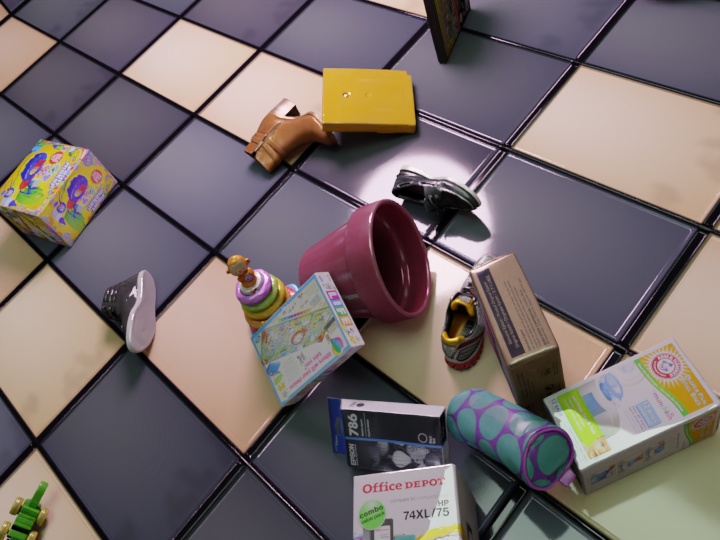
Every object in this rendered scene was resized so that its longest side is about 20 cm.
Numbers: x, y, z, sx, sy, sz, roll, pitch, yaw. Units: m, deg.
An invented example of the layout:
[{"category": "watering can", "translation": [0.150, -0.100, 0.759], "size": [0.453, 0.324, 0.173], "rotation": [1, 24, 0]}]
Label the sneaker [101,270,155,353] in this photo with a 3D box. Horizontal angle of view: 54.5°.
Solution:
[{"category": "sneaker", "translation": [-0.469, 0.095, 1.400], "size": [0.098, 0.071, 0.202], "rotation": [-21, 45, 10]}]

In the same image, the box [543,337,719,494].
[{"category": "box", "translation": [0.364, 0.197, 0.946], "size": [0.197, 0.102, 0.114], "rotation": [-26, 51, 4]}]

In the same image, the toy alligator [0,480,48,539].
[{"category": "toy alligator", "translation": [-0.595, 0.463, 1.205], "size": [0.054, 0.059, 0.203], "rotation": [-33, 33, 58]}]

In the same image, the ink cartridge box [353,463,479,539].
[{"category": "ink cartridge box", "translation": [0.077, 0.381, 0.910], "size": [0.144, 0.147, 0.203], "rotation": [-12, 52, 14]}]

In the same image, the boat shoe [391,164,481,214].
[{"category": "boat shoe", "translation": [0.133, -0.138, 1.300], "size": [0.198, 0.075, 0.066], "rotation": [29, 73, 36]}]

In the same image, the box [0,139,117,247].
[{"category": "box", "translation": [-0.730, -0.187, 1.674], "size": [0.190, 0.123, 0.202], "rotation": [13, 63, 29]}]

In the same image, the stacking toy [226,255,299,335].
[{"category": "stacking toy", "translation": [-0.177, 0.038, 1.226], "size": [0.115, 0.201, 0.111], "rotation": [-28, 50, 1]}]

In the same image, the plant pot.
[{"category": "plant pot", "translation": [0.000, 0.000, 1.198], "size": [0.177, 0.200, 0.203], "rotation": [-17, 50, 32]}]

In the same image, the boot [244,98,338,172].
[{"category": "boot", "translation": [-0.153, -0.277, 1.531], "size": [0.199, 0.074, 0.155], "rotation": [33, 81, 36]}]

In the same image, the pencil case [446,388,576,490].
[{"category": "pencil case", "translation": [0.200, 0.226, 0.958], "size": [0.085, 0.093, 0.199], "rotation": [-43, 20, -12]}]

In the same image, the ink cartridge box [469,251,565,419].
[{"category": "ink cartridge box", "translation": [0.229, 0.103, 1.006], "size": [0.074, 0.201, 0.166], "rotation": [-22, 50, 5]}]

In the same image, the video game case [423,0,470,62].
[{"category": "video game case", "translation": [0.187, -0.591, 1.513], "size": [0.025, 0.201, 0.183], "rotation": [10, 61, 25]}]

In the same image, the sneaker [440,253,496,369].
[{"category": "sneaker", "translation": [0.186, 0.057, 1.134], "size": [0.077, 0.083, 0.202], "rotation": [9, 60, 28]}]

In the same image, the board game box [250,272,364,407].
[{"category": "board game box", "translation": [-0.092, 0.116, 1.149], "size": [0.200, 0.034, 0.136], "rotation": [-42, 66, 34]}]

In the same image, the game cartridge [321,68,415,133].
[{"category": "game cartridge", "translation": [0.016, -0.363, 1.497], "size": [0.196, 0.033, 0.179], "rotation": [2, 54, -4]}]

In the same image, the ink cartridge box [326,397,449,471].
[{"category": "ink cartridge box", "translation": [0.034, 0.250, 1.055], "size": [0.196, 0.101, 0.039], "rotation": [-1, 15, 24]}]
